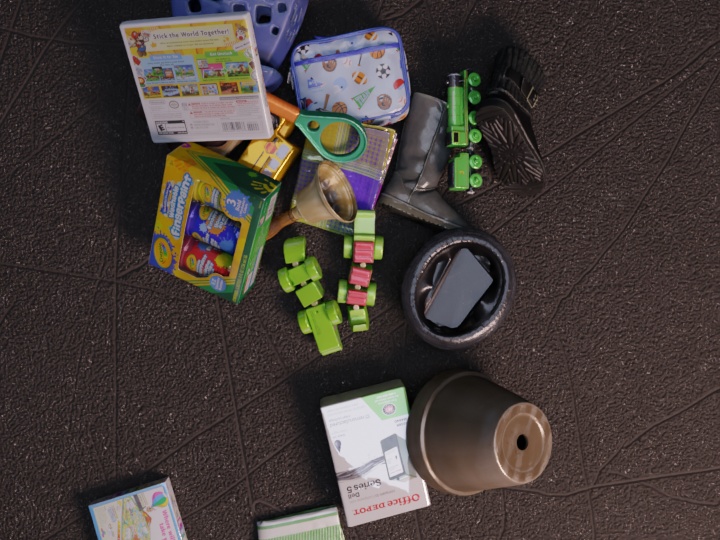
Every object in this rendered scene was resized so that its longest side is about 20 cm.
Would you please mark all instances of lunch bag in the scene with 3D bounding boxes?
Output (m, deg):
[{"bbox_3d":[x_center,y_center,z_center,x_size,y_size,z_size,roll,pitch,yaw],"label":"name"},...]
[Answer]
[{"bbox_3d":[-0.020,-0.311,1.262,0.196,0.076,0.163,-8,93,5],"label":"lunch bag"}]

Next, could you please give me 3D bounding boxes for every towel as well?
[{"bbox_3d":[-0.032,-0.154,1.259,0.141,0.023,0.203,17,114,-4],"label":"towel"},{"bbox_3d":[-0.090,0.510,1.309,0.150,0.023,0.204,-11,93,-2],"label":"towel"}]

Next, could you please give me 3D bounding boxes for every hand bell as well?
[{"bbox_3d":[-0.114,-0.088,1.249,0.198,0.104,0.105,-24,92,27],"label":"hand bell"}]

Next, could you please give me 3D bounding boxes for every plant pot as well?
[{"bbox_3d":[-0.194,-0.384,1.205,0.197,0.200,0.183,13,98,-3],"label":"plant pot"},{"bbox_3d":[0.200,0.259,1.208,0.197,0.173,0.204,3,84,-30],"label":"plant pot"}]

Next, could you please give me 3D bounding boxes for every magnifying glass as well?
[{"bbox_3d":[-0.079,-0.226,1.181,0.198,0.023,0.080,25,127,-19],"label":"magnifying glass"}]

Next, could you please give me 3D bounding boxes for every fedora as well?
[{"bbox_3d":[0.156,0.028,1.276,0.197,0.092,0.204,0,91,-3],"label":"fedora"}]

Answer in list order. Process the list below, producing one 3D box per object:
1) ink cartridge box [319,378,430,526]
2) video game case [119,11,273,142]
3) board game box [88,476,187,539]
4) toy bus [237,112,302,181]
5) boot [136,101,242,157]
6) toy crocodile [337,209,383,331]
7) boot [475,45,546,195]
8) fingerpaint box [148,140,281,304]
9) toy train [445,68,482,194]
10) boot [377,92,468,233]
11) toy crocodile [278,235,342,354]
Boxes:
[{"bbox_3d":[0.024,0.299,1.278,0.143,0.084,0.203,-14,92,-3],"label":"ink cartridge box"},{"bbox_3d":[-0.237,-0.278,1.132,0.196,0.023,0.184,1,123,15],"label":"video game case"},{"bbox_3d":[-0.358,0.464,1.288,0.132,0.034,0.203,-16,92,-2],"label":"board game box"},{"bbox_3d":[-0.160,-0.171,1.256,0.078,0.065,0.201,35,99,-1],"label":"toy bus"},{"bbox_3d":[-0.255,-0.256,1.222,0.166,0.073,0.200,45,125,-7],"label":"boot"},{"bbox_3d":[0.000,0.000,1.275,0.066,0.062,0.204,6,102,-3],"label":"toy crocodile"},{"bbox_3d":[0.267,-0.247,1.282,0.078,0.212,0.159,-2,47,32],"label":"boot"},{"bbox_3d":[-0.232,-0.072,1.209,0.165,0.074,0.202,25,122,6],"label":"fingerpaint box"},{"bbox_3d":[0.165,-0.225,1.247,0.055,0.042,0.204,-1,88,-14],"label":"toy train"},{"bbox_3d":[0.134,-0.174,1.291,0.180,0.073,0.203,24,83,-5],"label":"boot"},{"bbox_3d":[-0.080,0.041,1.278,0.067,0.062,0.203,-23,94,10],"label":"toy crocodile"}]
